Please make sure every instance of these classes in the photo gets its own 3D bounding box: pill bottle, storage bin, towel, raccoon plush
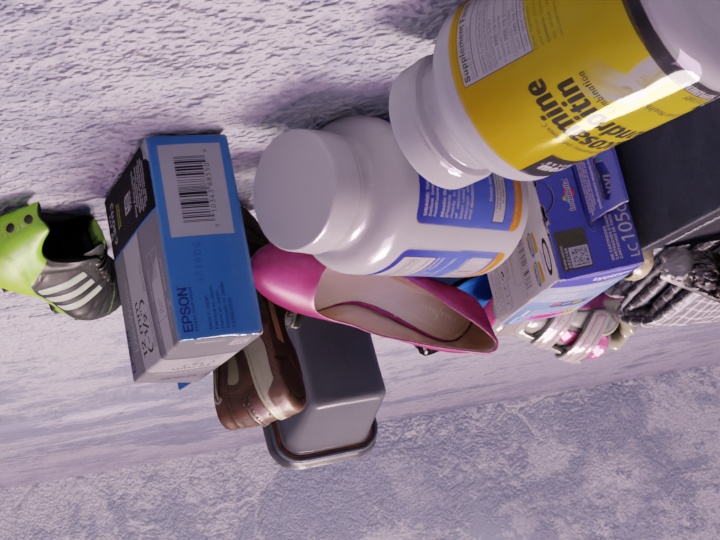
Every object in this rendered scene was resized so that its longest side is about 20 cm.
[{"bbox_3d":[0.022,-0.053,0.892,0.112,0.113,0.199,-23,163,41],"label":"pill bottle"},{"bbox_3d":[-0.052,0.088,1.291,0.144,0.202,0.135,-8,156,-18],"label":"storage bin"},{"bbox_3d":[0.112,-0.117,0.690,0.111,0.113,0.199,0,162,-44],"label":"pill bottle"},{"bbox_3d":[0.337,-0.024,1.121,0.165,0.086,0.200,0,144,-45],"label":"towel"},{"bbox_3d":[0.343,-0.021,0.924,0.198,0.135,0.097,21,-178,-2],"label":"raccoon plush"}]

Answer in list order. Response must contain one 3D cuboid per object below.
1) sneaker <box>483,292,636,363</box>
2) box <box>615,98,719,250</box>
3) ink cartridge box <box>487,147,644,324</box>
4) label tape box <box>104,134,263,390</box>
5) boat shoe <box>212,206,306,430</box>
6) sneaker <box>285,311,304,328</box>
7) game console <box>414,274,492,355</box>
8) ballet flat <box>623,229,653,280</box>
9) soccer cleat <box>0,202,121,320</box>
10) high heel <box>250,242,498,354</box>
[{"bbox_3d":[0.191,0.040,1.141,0.199,0.089,0.082,-8,147,-39],"label":"sneaker"},{"bbox_3d":[0.321,-0.107,0.904,0.195,0.125,0.200,-9,168,-23],"label":"box"},{"bbox_3d":[0.155,-0.045,0.991,0.076,0.138,0.200,-11,168,-10],"label":"ink cartridge box"},{"bbox_3d":[-0.143,0.004,0.906,0.066,0.145,0.200,-5,166,-28],"label":"label tape box"},{"bbox_3d":[-0.101,0.036,0.979,0.074,0.203,0.075,-26,136,13],"label":"boat shoe"},{"bbox_3d":[0.000,0.006,1.185,0.198,0.087,0.080,-15,169,11],"label":"sneaker"},{"bbox_3d":[0.127,-0.010,1.213,0.198,0.171,0.119,-20,127,-21],"label":"game console"},{"bbox_3d":[0.226,-0.051,1.038,0.056,0.067,0.200,4,-153,2],"label":"ballet flat"},{"bbox_3d":[-0.226,-0.007,0.979,0.081,0.068,0.200,-28,164,12],"label":"soccer cleat"},{"bbox_3d":[0.012,0.025,0.933,0.199,0.068,0.096,20,-170,-38],"label":"high heel"}]
